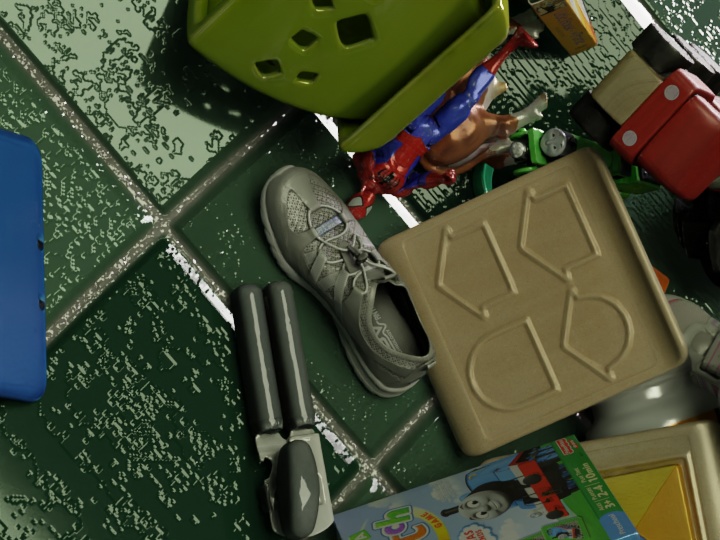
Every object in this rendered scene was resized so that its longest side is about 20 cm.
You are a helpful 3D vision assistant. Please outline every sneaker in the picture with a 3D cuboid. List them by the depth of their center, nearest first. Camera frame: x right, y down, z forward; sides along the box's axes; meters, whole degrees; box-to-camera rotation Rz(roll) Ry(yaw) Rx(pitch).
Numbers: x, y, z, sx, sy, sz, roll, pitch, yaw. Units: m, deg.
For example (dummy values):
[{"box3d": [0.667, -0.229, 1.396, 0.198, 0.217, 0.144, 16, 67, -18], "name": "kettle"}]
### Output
[{"box3d": [0.000, 0.000, 1.670, 0.075, 0.082, 0.201, -38, 96, -31], "name": "sneaker"}, {"box3d": [0.318, 0.084, 1.817, 0.200, 0.088, 0.082, 36, 63, -16], "name": "sneaker"}]

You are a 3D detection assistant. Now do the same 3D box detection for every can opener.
[{"box3d": [-0.054, 0.104, 1.628, 0.052, 0.066, 0.201, -4, 74, -28], "name": "can opener"}]

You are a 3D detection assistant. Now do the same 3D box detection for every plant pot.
[{"box3d": [0.002, -0.223, 1.637, 0.181, 0.200, 0.199, 39, 26, -22], "name": "plant pot"}]

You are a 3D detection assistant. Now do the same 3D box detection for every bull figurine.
[{"box3d": [0.089, -0.175, 1.768, 0.120, 0.065, 0.202, 0, 84, -5], "name": "bull figurine"}]

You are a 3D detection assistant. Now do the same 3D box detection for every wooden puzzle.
[{"box3d": [0.199, 0.223, 1.676, 0.199, 0.037, 0.186, -12, 86, 13], "name": "wooden puzzle"}, {"box3d": [0.135, 0.025, 1.702, 0.199, 0.046, 0.186, -25, 84, 13], "name": "wooden puzzle"}]

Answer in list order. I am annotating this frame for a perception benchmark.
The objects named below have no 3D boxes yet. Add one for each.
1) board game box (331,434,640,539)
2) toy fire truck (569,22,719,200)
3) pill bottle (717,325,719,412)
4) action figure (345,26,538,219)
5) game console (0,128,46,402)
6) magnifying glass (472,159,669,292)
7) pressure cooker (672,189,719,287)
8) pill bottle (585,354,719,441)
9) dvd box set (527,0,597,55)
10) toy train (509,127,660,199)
[{"box3d": [0.091, 0.199, 1.591, 0.199, 0.151, 0.037, -19, 117, -6], "name": "board game box"}, {"box3d": [0.268, -0.072, 1.688, 0.200, 0.129, 0.176, 48, 15, 18], "name": "toy fire truck"}, {"box3d": [0.337, 0.129, 1.652, 0.112, 0.112, 0.201, -23, 104, -31], "name": "pill bottle"}, {"box3d": [0.058, -0.109, 1.679, 0.065, 0.099, 0.200, 35, 104, -21], "name": "action figure"}, {"box3d": [-0.319, -0.006, 1.536, 0.169, 0.118, 0.202, -4, 76, 3], "name": "game console"}, {"box3d": [0.178, -0.037, 1.815, 0.199, 0.022, 0.080, 34, 63, -15], "name": "magnifying glass"}, {"box3d": [0.365, -0.059, 1.823, 0.176, 0.199, 0.180, 26, 72, -55], "name": "pressure cooker"}, {"box3d": [0.249, 0.164, 1.743, 0.116, 0.116, 0.201, -16, 85, -31], "name": "pill bottle"}, {"box3d": [0.145, -0.265, 1.767, 0.029, 0.200, 0.147, -21, 79, 12], "name": "dvd box set"}, {"box3d": [0.187, -0.088, 1.769, 0.200, 0.056, 0.042, 10, 72, -57], "name": "toy train"}]
